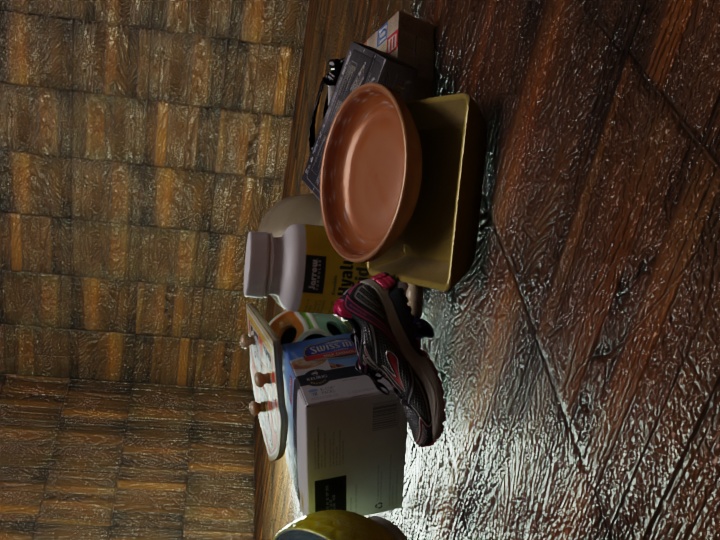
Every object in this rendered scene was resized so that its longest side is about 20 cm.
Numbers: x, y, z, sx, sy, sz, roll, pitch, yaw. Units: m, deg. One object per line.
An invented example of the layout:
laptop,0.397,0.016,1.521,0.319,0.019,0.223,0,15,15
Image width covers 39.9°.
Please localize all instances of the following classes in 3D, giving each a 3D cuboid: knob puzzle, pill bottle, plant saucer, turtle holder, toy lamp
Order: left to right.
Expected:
knob puzzle,-0.133,0.163,1.323,0.220,0.030,0.221,172,90,-74
turtle holder,-0.060,0.138,1.395,0.186,0.140,0.132,62,165,-2
pill bottle,-0.045,0.000,1.249,0.111,0.198,0.112,-176,90,-80
plant saucer,0.014,-0.108,1.117,0.200,0.037,0.202,-11,78,60
toy lamp,0.067,-0.022,1.189,0.058,0.058,0.202,145,129,-78
plant saucer,0.077,-0.085,1.088,0.200,0.048,0.202,12,97,64

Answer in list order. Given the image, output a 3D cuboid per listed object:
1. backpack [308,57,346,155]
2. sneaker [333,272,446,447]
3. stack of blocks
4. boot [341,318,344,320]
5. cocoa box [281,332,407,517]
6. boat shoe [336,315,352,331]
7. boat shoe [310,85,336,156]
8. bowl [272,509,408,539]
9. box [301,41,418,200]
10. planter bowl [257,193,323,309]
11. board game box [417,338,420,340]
backpack,-0.005,-0.204,1.503,0.167,0.126,0.202,32,-113,-80
sneaker,0.034,0.106,1.114,0.201,0.074,0.081,66,162,-3
stack of blocks,0.041,-0.228,1.332,0.115,0.058,0.201,-30,52,55
boot,0.000,0.000,1.428,0.200,0.072,0.145,69,-164,-84
cocoa box,-0.023,0.197,1.251,0.131,0.132,0.201,-119,25,-55
boat shoe,-0.004,0.147,1.501,0.065,0.072,0.201,141,133,-62
boat shoe,-0.036,-0.164,1.400,0.072,0.068,0.202,-137,57,-86
bowl,0.001,0.352,1.161,0.108,0.200,0.201,-36,-28,-40
box,-0.005,-0.181,1.265,0.201,0.048,0.158,-69,23,13
planter bowl,-0.046,-0.032,1.552,0.134,0.199,0.202,-13,69,51
board game box,0.053,0.087,1.304,0.120,0.032,0.201,108,164,-68
